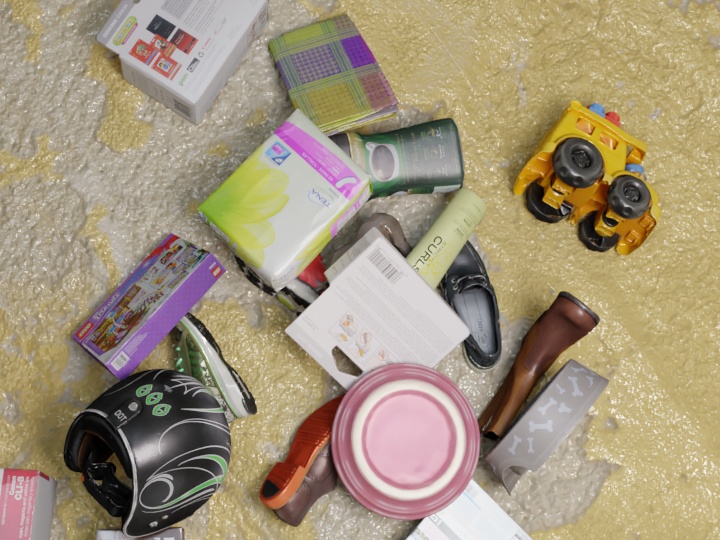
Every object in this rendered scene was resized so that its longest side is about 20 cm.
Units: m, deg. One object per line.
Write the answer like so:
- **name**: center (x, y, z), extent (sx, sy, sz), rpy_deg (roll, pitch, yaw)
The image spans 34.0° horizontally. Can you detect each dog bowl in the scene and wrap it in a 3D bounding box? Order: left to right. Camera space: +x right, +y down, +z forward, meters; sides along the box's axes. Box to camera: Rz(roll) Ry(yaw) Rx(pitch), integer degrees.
- **dog bowl**: center (0.239, 0.200, 1.540), extent (0.058, 0.200, 0.200), rpy_deg (40, 76, 8)

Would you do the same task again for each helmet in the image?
- **helmet**: center (-0.255, 0.223, 1.486), extent (0.189, 0.199, 0.202), rpy_deg (-16, 74, -47)

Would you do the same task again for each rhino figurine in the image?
- **rhino figurine**: center (0.000, 0.000, 1.607), extent (0.200, 0.059, 0.088), rpy_deg (-47, 110, -31)

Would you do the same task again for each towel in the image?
- **towel**: center (-0.042, -0.278, 1.697), extent (0.141, 0.023, 0.202), rpy_deg (-19, 59, -10)

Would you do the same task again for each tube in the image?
- **tube**: center (0.103, -0.022, 1.621), extent (0.058, 0.052, 0.201), rpy_deg (33, 72, 13)

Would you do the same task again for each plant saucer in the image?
- **plant saucer**: center (0.060, 0.220, 1.529), extent (0.196, 0.051, 0.205), rpy_deg (1, 79, -5)

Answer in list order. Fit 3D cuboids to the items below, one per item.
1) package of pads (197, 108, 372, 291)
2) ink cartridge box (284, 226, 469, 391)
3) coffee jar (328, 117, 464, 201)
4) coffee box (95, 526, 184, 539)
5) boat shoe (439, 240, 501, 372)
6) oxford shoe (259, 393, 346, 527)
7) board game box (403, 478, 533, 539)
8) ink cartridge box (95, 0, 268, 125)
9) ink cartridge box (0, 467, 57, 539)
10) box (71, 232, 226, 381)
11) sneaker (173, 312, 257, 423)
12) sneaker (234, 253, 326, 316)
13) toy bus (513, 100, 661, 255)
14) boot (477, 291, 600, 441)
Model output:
- **package of pads**: center (-0.095, -0.091, 1.570), extent (0.154, 0.068, 0.200), rpy_deg (42, 79, 13)
- **ink cartridge box**: center (0.021, 0.072, 1.565), extent (0.176, 0.045, 0.200), rpy_deg (-42, 116, 5)
- **coffee jar**: center (0.043, -0.151, 1.667), extent (0.196, 0.085, 0.106), rpy_deg (-8, 90, -8)
- **coffee box**: center (-0.279, 0.432, 1.496), extent (0.112, 0.080, 0.204), rpy_deg (0, 76, -5)
- **boat shoe**: center (0.155, 0.038, 1.641), extent (0.073, 0.066, 0.203), rpy_deg (-7, 77, -6)
- **oxford shoe**: center (-0.054, 0.250, 1.581), extent (0.201, 0.071, 0.073), rpy_deg (-50, 119, -21)
- **board game box**: center (0.121, 0.393, 1.551), extent (0.147, 0.064, 0.200), rpy_deg (44, 75, 7)
- **ink cartridge box**: center (-0.254, -0.347, 1.692), extent (0.174, 0.084, 0.202), rpy_deg (32, 75, 3)
- **ink cartridge box**: center (-0.496, 0.321, 1.471), extent (0.196, 0.145, 0.147), rpy_deg (4, 75, -4)
- **box**: center (-0.283, 0.045, 1.569), extent (0.200, 0.136, 0.039), rpy_deg (-48, 123, -13)
- **sneaker**: center (-0.226, 0.132, 1.586), extent (0.088, 0.077, 0.201), rpy_deg (-36, 78, 0)
- **sneaker**: center (-0.096, -0.004, 1.637), extent (0.199, 0.077, 0.085), rpy_deg (40, 60, -2)
- **toy bus**: center (0.345, -0.148, 1.685), extent (0.198, 0.136, 0.193), rpy_deg (31, 59, 1)
- **boot**: center (0.224, 0.130, 1.563), extent (0.068, 0.188, 0.201), rpy_deg (38, 74, -6)
